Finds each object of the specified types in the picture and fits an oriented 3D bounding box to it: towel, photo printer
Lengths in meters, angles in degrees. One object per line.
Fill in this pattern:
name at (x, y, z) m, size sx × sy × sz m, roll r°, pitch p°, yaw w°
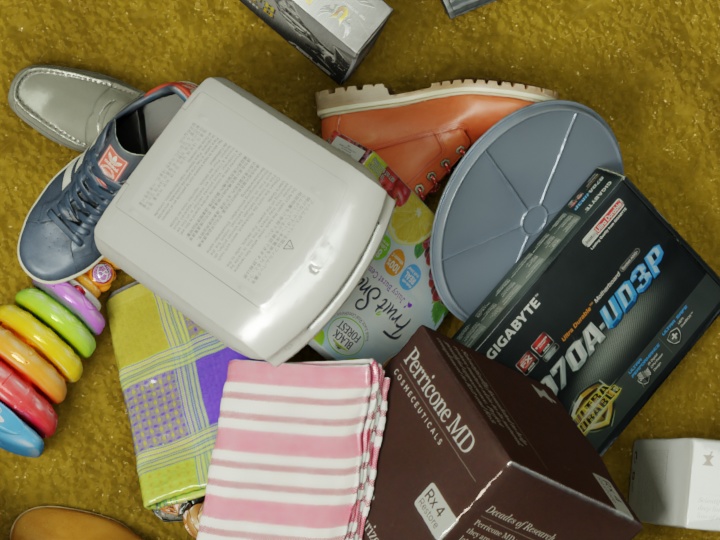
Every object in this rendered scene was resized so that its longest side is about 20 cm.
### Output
towel at (-0.058, 0.162, 1.608) m, size 0.146 × 0.030 × 0.201 m, roll -2°, pitch 69°, yaw 34°
towel at (-0.128, 0.080, 1.712) m, size 0.143 × 0.023 × 0.201 m, roll -20°, pitch 63°, yaw 14°
photo printer at (-0.080, -0.033, 1.593) m, size 0.200 × 0.069 × 0.167 m, roll 33°, pitch 85°, yaw 33°

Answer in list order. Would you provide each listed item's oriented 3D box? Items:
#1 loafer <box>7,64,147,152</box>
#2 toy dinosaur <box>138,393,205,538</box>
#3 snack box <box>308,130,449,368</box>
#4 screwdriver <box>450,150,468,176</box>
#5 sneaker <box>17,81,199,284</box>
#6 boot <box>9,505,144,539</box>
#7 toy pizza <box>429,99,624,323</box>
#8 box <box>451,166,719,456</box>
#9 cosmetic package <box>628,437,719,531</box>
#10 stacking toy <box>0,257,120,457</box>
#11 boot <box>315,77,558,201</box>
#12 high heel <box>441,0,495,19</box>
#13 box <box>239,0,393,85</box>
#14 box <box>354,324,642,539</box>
loafer at (-0.190, -0.120, 1.751) m, size 0.199 × 0.070 × 0.070 m, roll 18°, pitch 84°, yaw -4°
toy dinosaur at (-0.101, 0.181, 1.744) m, size 0.135 × 0.102 × 0.200 m, roll -27°, pitch 108°, yaw 9°
snack box at (0.000, 0.000, 1.704) m, size 0.053 × 0.200 × 0.142 m, roll 32°, pitch 84°, yaw 39°
screwdriver at (0.098, -0.008, 1.791) m, size 0.029 × 0.028 × 0.201 m, roll -8°, pitch 86°, yaw 25°
sneaker at (-0.195, -0.073, 1.671) m, size 0.075 × 0.085 × 0.200 m, roll 41°, pitch 88°, yaw 2°
boot at (-0.185, 0.242, 1.691) m, size 0.201 × 0.144 × 0.071 m, roll 26°, pitch 84°, yaw -3°
toy pizza at (0.132, -0.046, 1.747) m, size 0.200 × 0.032 × 0.201 m, roll -19°, pitch 124°, yaw -30°
box at (0.188, 0.042, 1.757) m, size 0.200 × 0.046 × 0.159 m, roll -49°, pitch 116°, yaw -6°
cosmetic package at (0.282, 0.172, 1.708) m, size 0.101 × 0.200 × 0.074 m, roll 6°, pitch 86°, yaw -4°
stacking toy at (-0.246, 0.045, 1.727) m, size 0.116 × 0.110 × 0.200 m, roll 39°, pitch 76°, yaw 0°
boot at (0.066, -0.104, 1.763) m, size 0.199 × 0.075 × 0.108 m, roll -6°, pitch 89°, yaw 15°
high heel at (0.105, -0.323, 1.784) m, size 0.142 × 0.071 × 0.201 m, roll -22°, pitch 105°, yaw 0°
box at (-0.070, -0.240, 1.725) m, size 0.200 × 0.158 × 0.048 m, roll 40°, pitch 84°, yaw -2°
box at (0.067, 0.186, 1.635) m, size 0.164 × 0.166 × 0.200 m, roll 27°, pitch 110°, yaw -40°
